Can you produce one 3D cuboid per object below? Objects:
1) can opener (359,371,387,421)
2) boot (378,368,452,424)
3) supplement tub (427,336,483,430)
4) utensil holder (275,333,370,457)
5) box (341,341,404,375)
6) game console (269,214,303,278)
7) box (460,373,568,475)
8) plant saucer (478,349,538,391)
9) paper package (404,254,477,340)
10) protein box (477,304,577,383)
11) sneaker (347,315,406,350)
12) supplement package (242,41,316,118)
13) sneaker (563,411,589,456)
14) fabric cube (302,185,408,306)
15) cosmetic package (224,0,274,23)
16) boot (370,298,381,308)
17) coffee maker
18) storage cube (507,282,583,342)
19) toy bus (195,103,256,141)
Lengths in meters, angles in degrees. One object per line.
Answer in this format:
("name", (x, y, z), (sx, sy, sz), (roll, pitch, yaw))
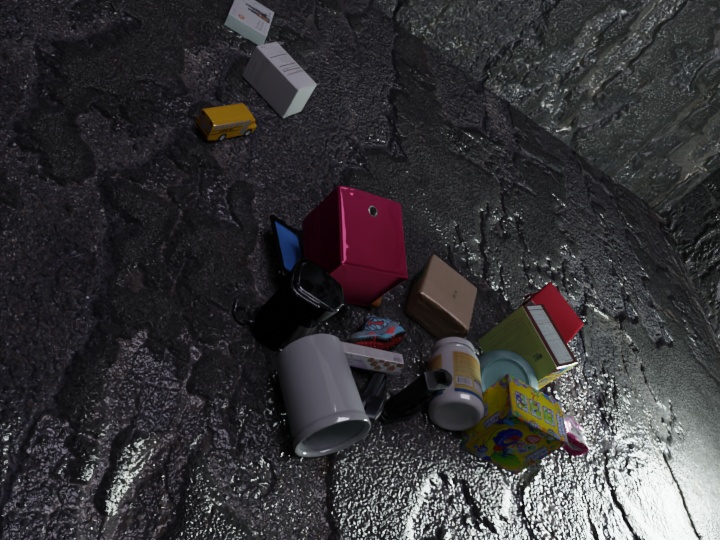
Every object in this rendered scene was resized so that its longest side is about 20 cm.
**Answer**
("can opener", (0.028, 0.301, 1.430), (0.076, 0.065, 0.200), (17, 27, 10))
("boot", (0.147, 0.289, 1.427), (0.162, 0.201, 0.066), (-15, 64, -47))
("supplement tub", (0.245, 0.293, 1.557), (0.142, 0.145, 0.204), (27, 41, -19))
("utensil holder", (-0.086, 0.265, 1.273), (0.166, 0.171, 0.204), (6, 48, -37))
("box", (0.010, 0.213, 1.460), (0.194, 0.040, 0.042), (13, 27, -14))
("game console", (-0.131, -0.054, 1.550), (0.170, 0.118, 0.204), (-13, 58, -7))
("box", (0.391, 0.401, 1.545), (0.189, 0.201, 0.124), (27, 40, -17))
("plant saucer", (0.400, 0.317, 1.665), (0.193, 0.036, 0.206), (-1, 69, 4))
("paper package", (0.240, 0.088, 1.774), (0.189, 0.104, 0.202), (38, 39, -8))
("protein box", (0.496, 0.243, 1.782), (0.132, 0.199, 0.204), (0, 55, -43))
("sneaker", (0.026, 0.166, 1.551), (0.197, 0.081, 0.096), (-3, 41, -49))
("supplement package", (-0.264, -0.623, 1.952), (0.200, 0.121, 0.120), (46, 38, 3))
("sneaker", (0.597, 0.462, 1.780), (0.199, 0.081, 0.089), (42, 36, -16))
("fabric cube", (-0.018, -0.053, 1.463), (0.192, 0.199, 0.205), (12, 61, -30))
("cosmetic package", (-0.398, -0.909, 2.152), (0.148, 0.052, 0.204), (23, 43, -20))
("boot", (0.000, 0.000, 1.656), (0.152, 0.077, 0.204), (25, 44, -19))
("coffee maker", (-0.160, 0.081, 1.341), (0.188, 0.201, 0.137), (12, 46, -33))
("storage cube", (0.583, 0.179, 1.945), (0.178, 0.171, 0.202), (-25, 74, -48))
("toy bus", (-0.377, -0.426, 1.707), (0.065, 0.078, 0.199), (49, 38, 9))
